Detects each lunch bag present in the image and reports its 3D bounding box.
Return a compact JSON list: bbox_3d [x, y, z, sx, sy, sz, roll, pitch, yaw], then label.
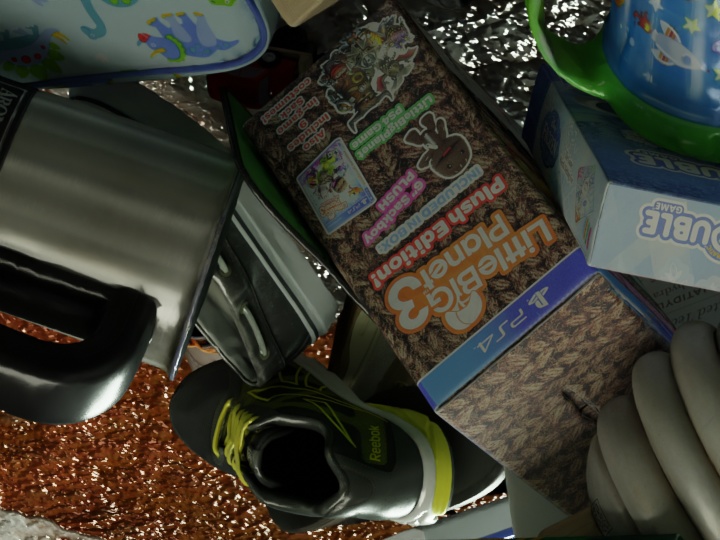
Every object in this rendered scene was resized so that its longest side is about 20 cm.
[{"bbox_3d":[-0.137,-0.162,1.413,0.199,0.083,0.161,-4,134,27],"label":"lunch bag"}]

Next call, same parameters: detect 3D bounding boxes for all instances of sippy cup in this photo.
[{"bbox_3d":[0.170,-0.138,1.281,0.140,0.178,0.131,37,146,37],"label":"sippy cup"}]

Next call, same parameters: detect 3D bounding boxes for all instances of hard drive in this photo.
[{"bbox_3d":[0.066,0.150,1.686,0.200,0.025,0.132,-13,171,-43],"label":"hard drive"}]

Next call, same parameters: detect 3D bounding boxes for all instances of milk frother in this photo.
[{"bbox_3d":[-0.174,0.012,1.449,0.187,0.181,0.200,20,153,-1],"label":"milk frother"}]

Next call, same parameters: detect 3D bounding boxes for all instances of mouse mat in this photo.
[{"bbox_3d":[0.000,0.000,1.431,0.008,0.161,0.200,-39,108,7],"label":"mouse mat"}]

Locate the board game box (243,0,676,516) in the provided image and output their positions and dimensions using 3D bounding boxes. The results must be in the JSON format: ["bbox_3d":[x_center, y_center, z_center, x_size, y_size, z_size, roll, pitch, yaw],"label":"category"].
[{"bbox_3d":[0.060,-0.004,1.402,0.097,0.200,0.159,-40,143,8],"label":"board game box"}]

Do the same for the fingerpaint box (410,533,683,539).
[{"bbox_3d":[0.119,0.208,1.333,0.167,0.073,0.200,-8,131,46],"label":"fingerpaint box"}]

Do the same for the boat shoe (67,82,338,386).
[{"bbox_3d":[-0.088,-0.018,1.520,0.200,0.071,0.072,48,157,-26],"label":"boat shoe"}]

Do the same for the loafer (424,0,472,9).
[{"bbox_3d":[0.065,-0.184,1.307,0.070,0.068,0.201,25,142,7],"label":"loafer"}]

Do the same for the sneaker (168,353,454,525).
[{"bbox_3d":[-0.042,0.085,1.565,0.084,0.075,0.200,1,-172,-45],"label":"sneaker"}]

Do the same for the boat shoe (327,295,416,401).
[{"bbox_3d":[0.018,0.048,1.642,0.066,0.074,0.200,12,154,-3],"label":"boat shoe"}]

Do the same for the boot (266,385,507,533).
[{"bbox_3d":[0.060,0.101,1.648,0.174,0.070,0.200,-2,171,-43],"label":"boot"}]

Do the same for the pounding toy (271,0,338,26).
[{"bbox_3d":[-0.001,-0.237,1.185,0.200,0.142,0.184,58,160,-1],"label":"pounding toy"}]

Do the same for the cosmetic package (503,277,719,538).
[{"bbox_3d":[0.176,0.111,1.507,0.166,0.200,0.168,-22,133,14],"label":"cosmetic package"}]

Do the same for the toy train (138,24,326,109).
[{"bbox_3d":[-0.056,-0.103,1.494,0.199,0.046,0.034,12,145,10],"label":"toy train"}]

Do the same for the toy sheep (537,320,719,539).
[{"bbox_3d":[0.169,0.082,1.312,0.200,0.138,0.138,-34,127,11],"label":"toy sheep"}]

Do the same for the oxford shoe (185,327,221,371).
[{"bbox_3d":[-0.088,0.021,1.654,0.071,0.073,0.200,10,145,13],"label":"oxford shoe"}]

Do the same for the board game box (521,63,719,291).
[{"bbox_3d":[0.186,-0.032,1.336,0.199,0.199,0.044,11,108,-9],"label":"board game box"}]
